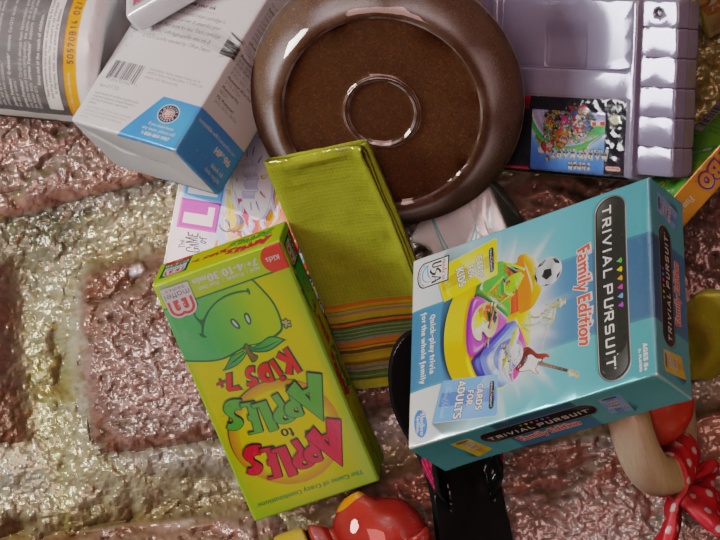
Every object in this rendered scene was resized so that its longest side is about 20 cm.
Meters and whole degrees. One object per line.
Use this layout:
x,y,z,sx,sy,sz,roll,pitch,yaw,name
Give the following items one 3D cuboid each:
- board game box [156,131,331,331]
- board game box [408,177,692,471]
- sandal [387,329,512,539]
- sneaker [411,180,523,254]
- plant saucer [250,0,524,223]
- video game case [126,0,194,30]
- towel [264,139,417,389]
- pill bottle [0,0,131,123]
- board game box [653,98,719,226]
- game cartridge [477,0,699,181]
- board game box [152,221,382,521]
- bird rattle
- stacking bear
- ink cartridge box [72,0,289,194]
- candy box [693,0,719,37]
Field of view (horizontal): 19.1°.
-0.072,-0.059,1.647,0.134,0.034,0.200,9,85,14,board game box
0.126,0.038,1.465,0.200,0.047,0.151,-20,54,33,board game box
0.074,0.137,1.561,0.075,0.045,0.200,-15,93,-11,sandal
0.104,0.033,1.585,0.080,0.070,0.200,-27,71,16,sneaker
0.017,-0.118,1.535,0.200,0.032,0.200,4,117,7,plant saucer
-0.099,-0.291,1.614,0.182,0.024,0.200,-27,43,23,video game case
0.000,0.000,1.570,0.086,0.018,0.200,-11,117,23,towel
-0.279,-0.178,1.666,0.200,0.116,0.116,7,85,13,pill bottle
0.219,-0.048,1.548,0.030,0.096,0.200,44,93,-9,board game box
0.153,-0.133,1.547,0.200,0.038,0.130,7,95,43,game cartridge
-0.066,0.076,1.580,0.102,0.048,0.200,-19,106,9,board game box
0.206,0.104,1.508,0.113,0.163,0.200,-2,73,31,bird rattle
-0.039,0.233,1.571,0.200,0.121,0.114,-31,84,0,stacking bear
-0.112,-0.166,1.602,0.116,0.068,0.200,18,71,38,ink cartridge box
0.273,-0.236,1.504,0.115,0.200,0.055,-32,77,8,candy box
